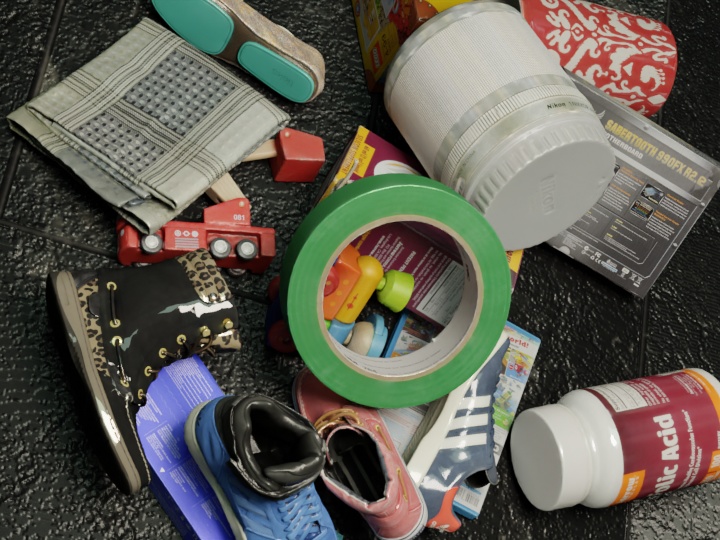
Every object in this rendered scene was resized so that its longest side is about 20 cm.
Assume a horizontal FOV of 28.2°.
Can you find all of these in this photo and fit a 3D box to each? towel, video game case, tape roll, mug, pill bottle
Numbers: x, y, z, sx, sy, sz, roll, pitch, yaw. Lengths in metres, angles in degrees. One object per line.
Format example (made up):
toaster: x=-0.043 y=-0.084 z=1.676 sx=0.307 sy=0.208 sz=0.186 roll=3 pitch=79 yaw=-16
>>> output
towel: x=-0.198 y=-0.143 z=1.340 sx=0.192 sy=0.035 sz=0.200 roll=37 pitch=57 yaw=15
video game case: x=0.082 y=0.119 z=1.384 sx=0.142 sy=0.018 sz=0.201 roll=28 pitch=62 yaw=-8
tape roll: x=0.030 y=0.018 z=1.244 sx=0.199 sy=0.048 sz=0.202 roll=-3 pitch=107 yaw=-11
mug: x=0.224 y=-0.248 z=1.528 sx=0.199 sy=0.133 sz=0.179 roll=6 pitch=69 yaw=-22
pill bottle: x=0.253 y=0.164 z=1.376 sx=0.199 sy=0.114 sz=0.115 roll=-9 pitch=72 yaw=-24

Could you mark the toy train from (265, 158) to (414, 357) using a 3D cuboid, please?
toy train: x=0.000 y=0.000 z=1.304 sx=0.115 sy=0.201 sz=0.085 roll=21 pitch=32 yaw=-19

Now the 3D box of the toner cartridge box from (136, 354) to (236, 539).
toner cartridge box: x=-0.147 y=0.159 z=1.263 sx=0.095 sy=0.043 sz=0.201 roll=-31 pitch=83 yaw=-29

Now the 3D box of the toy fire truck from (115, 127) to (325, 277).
toy fire truck: x=-0.132 y=-0.068 z=1.358 sx=0.198 sy=0.049 sz=0.142 roll=4 pitch=66 yaw=-18

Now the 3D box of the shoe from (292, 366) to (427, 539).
shoe: x=-0.012 y=0.144 z=1.256 sx=0.071 sy=0.091 sz=0.201 roll=-34 pitch=55 yaw=0

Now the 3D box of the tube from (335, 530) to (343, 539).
tube: x=-0.071 y=0.304 z=1.224 sx=0.077 sy=0.050 sz=0.201 roll=47 pitch=55 yaw=-44

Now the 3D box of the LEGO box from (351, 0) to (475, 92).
LEGO box: x=0.049 y=-0.306 z=1.469 sx=0.077 sy=0.149 sz=0.201 roll=-3 pitch=69 yaw=-22

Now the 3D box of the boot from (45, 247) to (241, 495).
boot: x=-0.173 y=0.078 z=1.223 sx=0.150 sy=0.073 sz=0.201 roll=-15 pitch=70 yaw=-25

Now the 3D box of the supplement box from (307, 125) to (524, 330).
supplement box: x=0.052 y=-0.034 z=1.374 sx=0.199 sy=0.086 sz=0.111 roll=31 pitch=37 yaw=-6

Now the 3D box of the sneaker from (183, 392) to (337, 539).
sneaker: x=-0.059 y=0.187 z=1.171 sx=0.077 sy=0.111 sz=0.201 roll=-34 pitch=97 yaw=-33

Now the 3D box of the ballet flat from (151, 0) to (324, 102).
ballet flat: x=-0.120 y=-0.240 z=1.434 sx=0.199 sy=0.068 sz=0.067 roll=36 pitch=41 yaw=-11

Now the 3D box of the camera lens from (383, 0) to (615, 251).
camera lens: x=0.126 y=-0.140 z=1.342 sx=0.159 sy=0.160 sz=0.201 roll=-14 pitch=56 yaw=-26

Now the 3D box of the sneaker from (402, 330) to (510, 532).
sneaker: x=0.102 y=0.151 z=1.328 sx=0.084 sy=0.075 sz=0.201 roll=33 pitch=72 yaw=-4

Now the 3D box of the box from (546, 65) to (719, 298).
box: x=0.246 y=-0.089 z=1.461 sx=0.199 sy=0.048 sz=0.159 roll=29 pitch=106 yaw=-8
